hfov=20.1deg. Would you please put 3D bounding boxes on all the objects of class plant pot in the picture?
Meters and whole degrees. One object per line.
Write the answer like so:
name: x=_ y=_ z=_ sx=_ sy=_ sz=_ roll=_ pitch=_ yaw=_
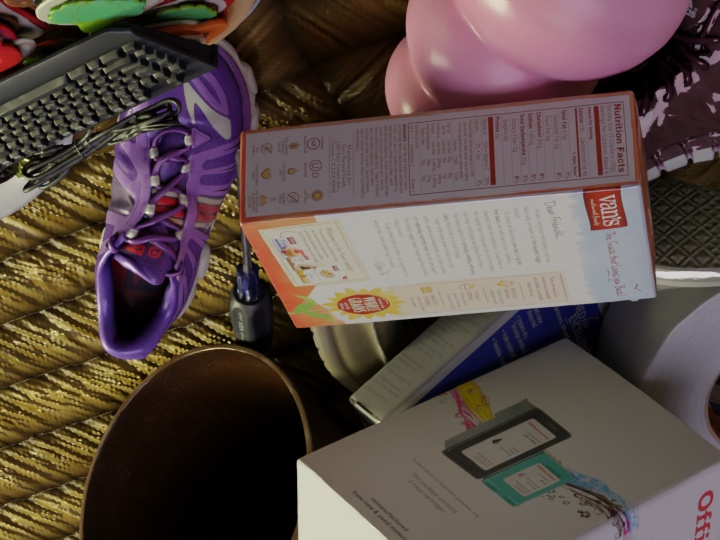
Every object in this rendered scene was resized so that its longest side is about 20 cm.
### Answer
plant pot: x=-0.043 y=0.166 z=1.288 sx=0.186 sy=0.188 sz=0.200 roll=-31 pitch=144 yaw=25

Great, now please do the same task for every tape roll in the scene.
tape roll: x=0.247 y=0.052 z=1.228 sx=0.199 sy=0.066 sz=0.201 roll=-8 pitch=128 yaw=-10

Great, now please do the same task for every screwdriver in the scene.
screwdriver: x=-0.068 y=-0.013 z=1.177 sx=0.028 sy=0.029 sz=0.201 roll=-25 pitch=145 yaw=-15

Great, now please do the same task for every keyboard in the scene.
keyboard: x=-0.153 y=-0.072 z=1.016 sx=0.199 sy=0.021 sz=0.127 roll=-20 pitch=165 yaw=31

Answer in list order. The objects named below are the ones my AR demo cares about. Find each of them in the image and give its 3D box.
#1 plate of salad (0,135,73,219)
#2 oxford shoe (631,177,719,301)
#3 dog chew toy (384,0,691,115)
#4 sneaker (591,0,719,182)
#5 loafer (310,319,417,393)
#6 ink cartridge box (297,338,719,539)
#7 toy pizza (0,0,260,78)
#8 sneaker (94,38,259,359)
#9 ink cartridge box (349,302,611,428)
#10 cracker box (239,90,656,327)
plate of salad: x=-0.253 y=-0.060 z=1.096 sx=0.199 sy=0.048 sz=0.200 roll=-9 pitch=148 yaw=-6
oxford shoe: x=0.136 y=-0.010 z=1.154 sx=0.199 sy=0.075 sz=0.058 roll=-1 pitch=135 yaw=9
dog chew toy: x=0.081 y=-0.127 z=1.031 sx=0.124 sy=0.125 sz=0.200 roll=19 pitch=139 yaw=-21
sneaker: x=0.158 y=-0.110 z=1.092 sx=0.199 sy=0.076 sz=0.116 roll=-14 pitch=128 yaw=-3
loafer: x=0.000 y=0.000 z=1.178 sx=0.068 sy=0.076 sz=0.200 roll=-13 pitch=134 yaw=17
ink cartridge box: x=0.085 y=0.162 z=1.155 sx=0.199 sy=0.146 sz=0.147 roll=-22 pitch=129 yaw=-30
toy pizza: x=-0.140 y=-0.113 z=0.968 sx=0.199 sy=0.032 sz=0.200 roll=-12 pitch=166 yaw=-3
sneaker: x=-0.104 y=-0.037 z=1.112 sx=0.080 sy=0.084 sz=0.201 roll=10 pitch=120 yaw=-2
ink cartridge box: x=0.105 y=0.080 z=1.257 sx=0.200 sy=0.047 sz=0.198 roll=-41 pitch=136 yaw=-15
cracker box: x=0.049 y=-0.028 z=1.043 sx=0.199 sy=0.058 sz=0.134 roll=-4 pitch=155 yaw=9
